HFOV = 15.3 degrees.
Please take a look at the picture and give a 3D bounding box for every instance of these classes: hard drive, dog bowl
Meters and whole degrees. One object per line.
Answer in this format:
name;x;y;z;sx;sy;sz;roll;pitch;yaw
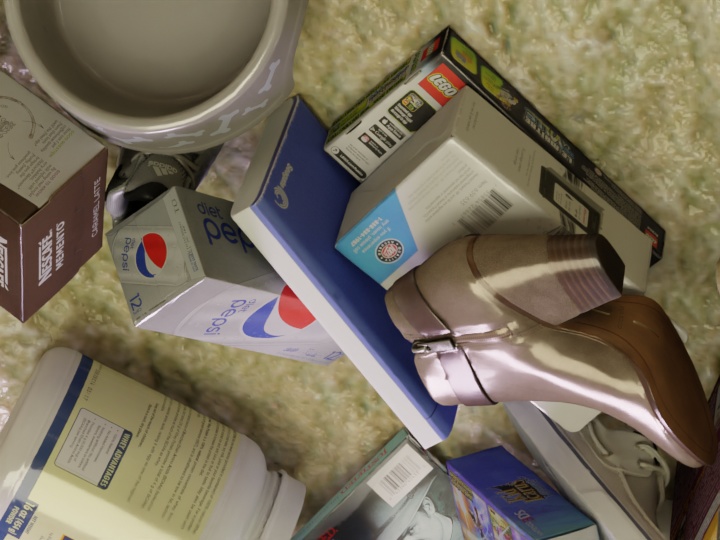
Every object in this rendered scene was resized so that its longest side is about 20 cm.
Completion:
hard drive;0.000;0.000;1.693;0.025;0.132;0.200;-28;114;27
dog bowl;-0.122;-0.169;1.595;0.200;0.059;0.200;1;93;13

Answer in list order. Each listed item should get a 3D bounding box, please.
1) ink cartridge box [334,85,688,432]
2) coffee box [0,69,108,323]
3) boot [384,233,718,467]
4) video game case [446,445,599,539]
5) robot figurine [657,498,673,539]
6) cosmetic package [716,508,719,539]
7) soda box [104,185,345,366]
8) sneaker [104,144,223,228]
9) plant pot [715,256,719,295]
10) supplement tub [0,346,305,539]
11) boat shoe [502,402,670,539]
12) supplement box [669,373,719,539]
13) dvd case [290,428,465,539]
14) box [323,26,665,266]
ink cartridge box;0.098;-0.004;1.667;0.200;0.067;0.116;39;121;-15
coffee box;-0.257;-0.076;1.664;0.200;0.080;0.114;35;150;16
boot;0.112;0.056;1.630;0.146;0.070;0.200;-18;117;27
video game case;0.121;0.226;1.757;0.045;0.200;0.181;-16;105;-11
robot figurine;0.232;0.241;1.809;0.200;0.125;0.150;35;125;-11
cosmetic package;0.240;0.230;1.516;0.090;0.200;0.107;-4;119;11
soda box;-0.066;0.006;1.681;0.063;0.068;0.200;-33;153;27
sneaker;-0.104;-0.089;1.664;0.075;0.116;0.200;24;125;-5
plant pot;0.324;0.013;1.610;0.177;0.200;0.200;-6;122;26
supplement tub;-0.153;0.155;1.818;0.200;0.145;0.145;27;124;-7
boat shoe;0.162;0.128;1.715;0.070;0.200;0.071;-31;127;-4
supplement box;0.262;0.149;1.698;0.103;0.200;0.131;17;125;-1
dvd case;0.050;0.225;1.864;0.200;0.022;0.146;43;96;-17
box;0.086;-0.050;1.702;0.200;0.035;0.110;42;121;-17
